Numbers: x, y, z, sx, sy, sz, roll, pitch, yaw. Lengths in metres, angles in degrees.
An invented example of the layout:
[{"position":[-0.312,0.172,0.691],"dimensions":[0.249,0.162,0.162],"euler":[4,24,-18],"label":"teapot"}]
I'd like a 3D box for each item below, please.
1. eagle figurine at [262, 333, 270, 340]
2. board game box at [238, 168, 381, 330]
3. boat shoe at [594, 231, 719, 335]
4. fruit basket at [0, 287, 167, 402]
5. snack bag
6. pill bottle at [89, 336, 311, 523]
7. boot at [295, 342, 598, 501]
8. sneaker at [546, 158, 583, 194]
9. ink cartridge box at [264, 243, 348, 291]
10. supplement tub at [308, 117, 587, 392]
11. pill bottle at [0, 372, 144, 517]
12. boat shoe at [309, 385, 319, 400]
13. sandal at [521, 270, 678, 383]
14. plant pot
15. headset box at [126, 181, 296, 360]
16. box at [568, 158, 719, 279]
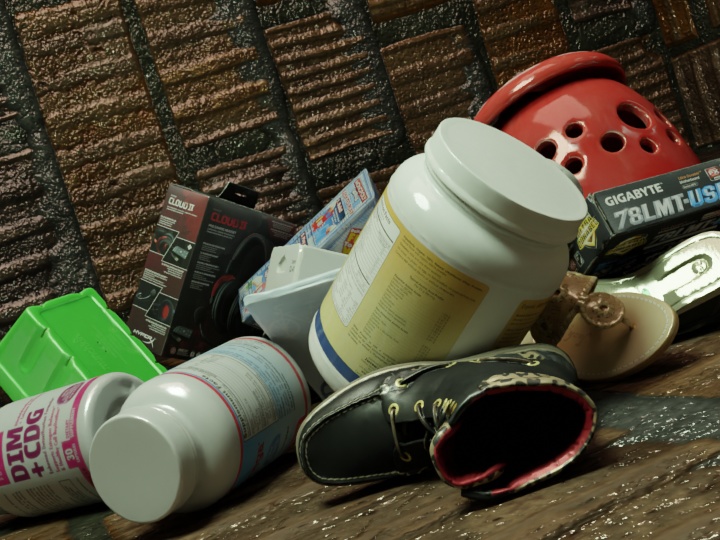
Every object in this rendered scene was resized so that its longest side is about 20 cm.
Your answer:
[{"position":[-0.046,0.062,1.383],"dimensions":[0.198,0.153,0.152],"euler":[-25,42,1],"label":"eagle figurine"},{"position":[0.000,0.000,1.245],"dimensions":[0.201,0.198,0.062],"euler":[-55,29,26],"label":"board game box"},{"position":[0.229,0.038,0.941],"dimensions":[0.198,0.073,0.068],"euler":[-25,-36,23],"label":"boat shoe"},{"position":[-0.301,0.149,1.248],"dimensions":[0.214,0.218,0.155],"euler":[-16,3,41],"label":"fruit basket"},{"position":[0.014,0.053,1.000],"dimensions":[0.187,0.200,0.022],"euler":[-18,47,19],"label":"snack bag"},{"position":[-0.126,0.127,0.915],"dimensions":[0.108,0.110,0.200],"euler":[-17,3,25],"label":"pill bottle"},{"position":[0.051,0.100,0.710],"dimensions":[0.197,0.074,0.151],"euler":[-13,3,2],"label":"boot"},{"position":[0.097,-0.030,0.997],"dimensions":[0.199,0.078,0.100],"euler":[-23,30,48],"label":"sneaker"},{"position":[0.013,0.038,1.111],"dimensions":[0.198,0.087,0.147],"euler":[12,-5,-14],"label":"ink cartridge box"},{"position":[0.063,0.006,0.833],"dimensions":[0.144,0.144,0.201],"euler":[-23,-32,-59],"label":"supplement tub"},{"position":[-0.291,0.173,1.087],"dimensions":[0.198,0.115,0.113],"euler":[-18,3,30],"label":"pill bottle"},{"position":[-0.064,0.115,1.244],"dimensions":[0.197,0.074,0.061],"euler":[-3,47,2],"label":"boat shoe"},{"position":[0.148,0.033,0.888],"dimensions":[0.078,0.069,0.211],"euler":[-60,24,-12],"label":"sandal"},{"position":[0.213,-0.097,1.100],"dimensions":[0.198,0.184,0.201],"euler":[-20,-23,-9],"label":"plant pot"},{"position":[-0.165,0.000,1.285],"dimensions":[0.075,0.202,0.148],"euler":[18,1,39],"label":"headset box"},{"position":[0.258,-0.022,1.016],"dimensions":[0.198,0.050,0.199],"euler":[-17,-25,-20],"label":"box"}]
